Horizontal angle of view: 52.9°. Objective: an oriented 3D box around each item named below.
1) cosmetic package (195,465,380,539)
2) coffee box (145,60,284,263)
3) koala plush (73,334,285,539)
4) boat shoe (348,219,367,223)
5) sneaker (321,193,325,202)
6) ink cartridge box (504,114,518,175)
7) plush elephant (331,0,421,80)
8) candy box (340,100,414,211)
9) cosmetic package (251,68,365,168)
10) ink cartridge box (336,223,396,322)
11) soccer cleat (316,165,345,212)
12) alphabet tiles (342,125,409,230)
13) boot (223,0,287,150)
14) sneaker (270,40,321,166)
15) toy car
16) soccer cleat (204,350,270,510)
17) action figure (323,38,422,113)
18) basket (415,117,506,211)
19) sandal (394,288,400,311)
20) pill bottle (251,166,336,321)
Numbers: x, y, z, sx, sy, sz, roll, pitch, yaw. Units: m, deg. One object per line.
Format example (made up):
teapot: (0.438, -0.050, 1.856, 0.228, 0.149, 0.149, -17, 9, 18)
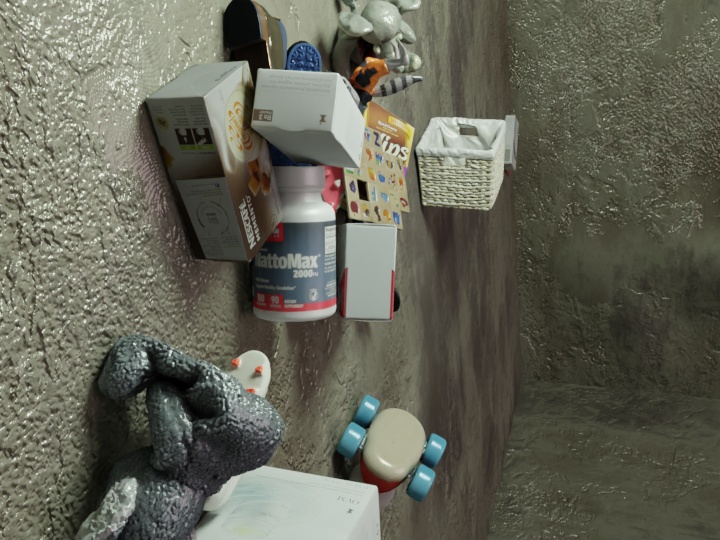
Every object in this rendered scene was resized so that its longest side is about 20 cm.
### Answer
cosmetic package: (-0.097, 0.363, 0.919, 0.200, 0.195, 0.126, -42, 132, -62)
coffee box: (-0.163, -0.125, 0.846, 0.115, 0.078, 0.204, -59, 146, -52)
koala plush: (-0.190, 0.201, 0.721, 0.202, 0.181, 0.179, -62, 149, -26)
boat shoe: (0.020, -0.126, 1.363, 0.072, 0.066, 0.204, 49, 48, -63)
sneaker: (-0.076, -0.038, 1.127, 0.116, 0.074, 0.204, -51, 149, -67)
ink cartridge box: (0.619, -0.508, 2.960, 0.176, 0.044, 0.205, 27, 68, -67)
plush elephant: (0.029, -0.386, 1.207, 0.203, 0.162, 0.155, 67, -11, -22)
candy box: (0.025, -0.193, 1.305, 0.115, 0.056, 0.204, 25, 62, -28)
cosmetic package: (-0.058, -0.183, 0.898, 0.200, 0.099, 0.076, 30, 66, -81)
ink cartridge box: (0.000, 0.000, 1.187, 0.200, 0.081, 0.149, -168, -100, -81)
soccer cleat: (-0.046, -0.167, 1.187, 0.077, 0.065, 0.205, 48, 45, -68)
alphabet tiles: (0.026, -0.158, 1.215, 0.199, 0.007, 0.171, 7, 73, -57)
boot: (-0.123, -0.245, 0.950, 0.097, 0.073, 0.205, -20, 109, -65)
sneaker: (-0.094, -0.224, 1.041, 0.078, 0.069, 0.204, -121, -139, -69)
toy car: (0.036, 0.385, 1.396, 0.202, 0.182, 0.177, -65, 173, 31)
soccer cleat: (-0.164, 0.201, 0.917, 0.078, 0.068, 0.203, 64, 41, -60)
action figure: (-0.003, -0.257, 1.076, 0.105, 0.193, 0.201, 46, 9, -26)
basket: (0.253, -0.270, 1.797, 0.201, 0.194, 0.164, -61, 151, -50)
sandal: (0.016, 0.033, 1.366, 0.201, 0.074, 0.049, 54, 37, -46)
pill bottle: (-0.092, -0.040, 0.995, 0.119, 0.117, 0.205, -19, 110, -68)
